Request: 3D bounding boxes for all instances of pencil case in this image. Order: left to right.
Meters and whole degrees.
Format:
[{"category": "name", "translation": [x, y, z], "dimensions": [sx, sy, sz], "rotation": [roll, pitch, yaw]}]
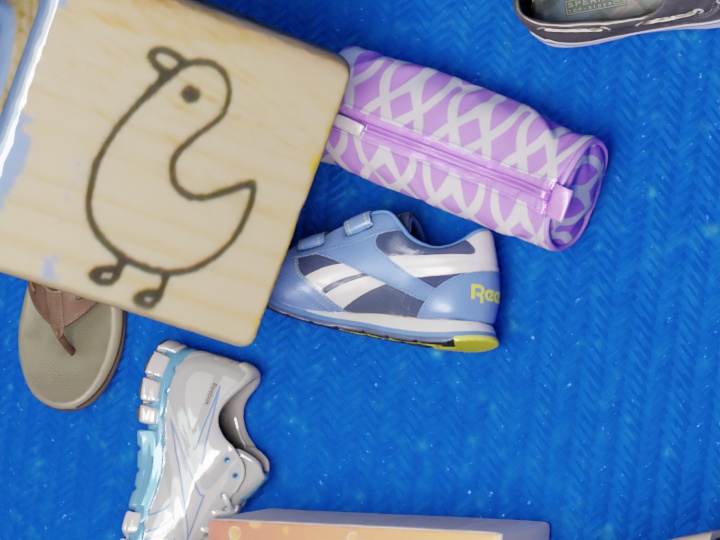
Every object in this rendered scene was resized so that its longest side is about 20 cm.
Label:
[{"category": "pencil case", "translation": [0.056, -0.079, 1.608], "dimensions": [0.199, 0.085, 0.085], "rotation": [20, 95, 21]}]

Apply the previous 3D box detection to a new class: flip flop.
[{"category": "flip flop", "translation": [-0.194, -0.006, 1.728], "dimensions": [0.081, 0.058, 0.202], "rotation": [15, 94, 23]}]

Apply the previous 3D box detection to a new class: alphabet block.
[{"category": "alphabet block", "translation": [-0.153, -0.087, 1.587], "dimensions": [0.196, 0.199, 0.197], "rotation": [34, 105, 62]}]

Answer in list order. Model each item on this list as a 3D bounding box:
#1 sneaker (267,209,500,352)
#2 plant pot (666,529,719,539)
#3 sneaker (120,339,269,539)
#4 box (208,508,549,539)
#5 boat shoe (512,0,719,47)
[{"category": "sneaker", "translation": [0.000, 0.000, 1.640], "dimensions": [0.199, 0.074, 0.083], "rotation": [9, 88, 18]}, {"category": "plant pot", "translation": [0.173, 0.252, 1.500], "dimensions": [0.176, 0.200, 0.201], "rotation": [-8, 86, 31]}, {"category": "sneaker", "translation": [-0.105, 0.150, 1.681], "dimensions": [0.086, 0.075, 0.202], "rotation": [6, 91, 17]}, {"category": "box", "translation": [0.011, 0.218, 1.613], "dimensions": [0.199, 0.097, 0.125], "rotation": [0, 89, 24]}, {"category": "boat shoe", "translation": [0.185, -0.182, 1.564], "dimensions": [0.199, 0.066, 0.071], "rotation": [-9, 85, 23]}]
